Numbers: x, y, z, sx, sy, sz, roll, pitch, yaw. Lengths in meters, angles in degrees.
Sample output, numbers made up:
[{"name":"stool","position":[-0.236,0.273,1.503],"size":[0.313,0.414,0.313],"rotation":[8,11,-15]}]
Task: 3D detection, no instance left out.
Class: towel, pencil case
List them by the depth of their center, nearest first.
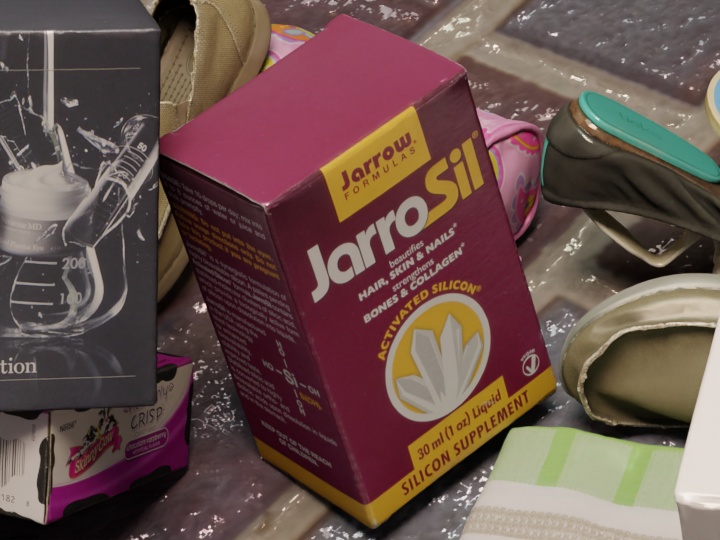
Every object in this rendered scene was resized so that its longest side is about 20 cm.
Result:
[{"name":"towel","position":[0.105,0.149,1.394],"size":[0.148,0.031,0.200],"rotation":[7,44,21]},{"name":"pencil case","position":[0.009,-0.068,1.624],"size":[0.199,0.088,0.087],"rotation":[26,54,36]}]

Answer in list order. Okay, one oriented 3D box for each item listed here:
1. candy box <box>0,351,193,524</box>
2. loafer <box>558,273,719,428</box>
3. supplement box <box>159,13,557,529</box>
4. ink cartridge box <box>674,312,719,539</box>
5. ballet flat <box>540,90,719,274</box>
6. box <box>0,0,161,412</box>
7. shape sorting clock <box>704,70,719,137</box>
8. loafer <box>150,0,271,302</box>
[{"name":"candy box","position":[-0.202,0.066,1.498],"size":[0.199,0.061,0.136],"rotation":[9,13,26]},{"name":"loafer","position":[0.194,0.047,1.450],"size":[0.199,0.076,0.070],"rotation":[-5,37,9]},{"name":"supplement box","position":[0.000,0.000,1.454],"size":[0.131,0.201,0.103],"rotation":[-35,37,-22]},{"name":"ink cartridge box","position":[0.222,0.119,1.266],"size":[0.144,0.201,0.148],"rotation":[3,42,17]},{"name":"ballet flat","position":[0.181,-0.028,1.532],"size":[0.199,0.069,0.068],"rotation":[23,25,-8]},{"name":"box","position":[-0.197,-0.034,1.393],"size":[0.199,0.183,0.104],"rotation":[-2,16,-12]},{"name":"shape sorting clock","position":[0.276,-0.070,1.546],"size":[0.199,0.039,0.200],"rotation":[11,30,-7]},{"name":"loafer","position":[-0.117,-0.068,1.613],"size":[0.076,0.067,0.201],"rotation":[13,79,40]}]
